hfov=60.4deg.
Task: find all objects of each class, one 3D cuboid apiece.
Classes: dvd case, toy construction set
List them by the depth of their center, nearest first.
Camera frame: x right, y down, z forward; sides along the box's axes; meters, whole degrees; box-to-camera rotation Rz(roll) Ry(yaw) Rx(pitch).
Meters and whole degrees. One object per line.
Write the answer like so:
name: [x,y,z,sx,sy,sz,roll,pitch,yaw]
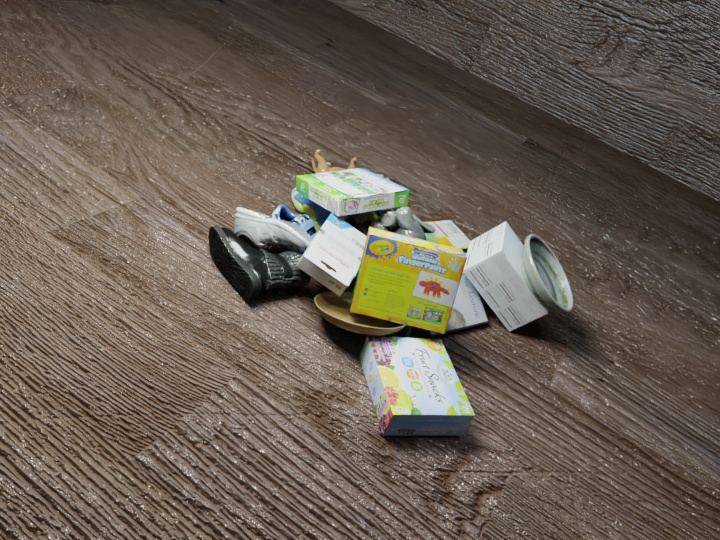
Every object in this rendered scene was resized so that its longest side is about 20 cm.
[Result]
dvd case: [0.207,0.072,1.435,0.199,0.018,0.143,-9,75,-38]
toy construction set: [0.024,-0.183,1.685,0.131,0.092,0.200,35,47,19]

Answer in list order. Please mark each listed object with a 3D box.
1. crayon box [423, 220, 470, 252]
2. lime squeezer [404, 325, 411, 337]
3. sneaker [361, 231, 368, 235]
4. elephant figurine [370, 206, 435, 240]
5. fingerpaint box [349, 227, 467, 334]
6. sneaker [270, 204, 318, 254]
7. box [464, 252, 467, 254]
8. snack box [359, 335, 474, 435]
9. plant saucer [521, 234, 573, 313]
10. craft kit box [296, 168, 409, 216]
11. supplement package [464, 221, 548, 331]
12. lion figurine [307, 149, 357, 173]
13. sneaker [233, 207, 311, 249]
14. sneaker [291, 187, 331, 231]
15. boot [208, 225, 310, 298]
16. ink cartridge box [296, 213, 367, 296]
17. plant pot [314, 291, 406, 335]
crayon box: [0.196,-0.076,1.662,0.199,0.052,0.126,-6,43,-36]
lime squeezer: [0.095,0.100,1.363,0.070,0.038,0.201,21,42,-34]
sneaker: [0.000,0.000,1.453,0.084,0.073,0.200,-17,48,5]
elephant figurine: [0.113,-0.096,1.532,0.141,0.156,0.200,-12,0,19]
fingerpaint box: [0.094,0.019,1.252,0.199,0.168,0.073,13,15,-3]
sneaker: [-0.134,-0.080,1.453,0.200,0.082,0.074,31,33,11]
box: [0.203,0.012,1.527,0.199,0.070,0.064,-11,50,-39]
snack box: [0.103,0.219,1.191,0.168,0.068,0.200,6,38,-20]
plant saucer: [0.425,0.014,1.445,0.200,0.050,0.201,34,40,-35]
craft kit box: [-0.021,-0.191,1.475,0.197,0.049,0.200,-9,28,-33]
supplement package: [0.358,0.013,1.505,0.200,0.111,0.156,51,32,-15]
lion figurine: [-0.066,-0.279,1.787,0.199,0.073,0.123,8,47,3]
sneaker: [-0.200,-0.079,1.400,0.199,0.082,0.075,20,6,23]
sneaker: [-0.106,-0.178,1.580,0.076,0.105,0.200,-10,46,-38]
boot: [-0.219,-0.028,1.335,0.157,0.080,0.211,-17,56,-40]
ink cartridge box: [-0.059,-0.027,1.321,0.116,0.067,0.200,35,34,-5]
plant pot: [0.000,0.091,1.283,0.199,0.028,0.200,12,15,-3]
